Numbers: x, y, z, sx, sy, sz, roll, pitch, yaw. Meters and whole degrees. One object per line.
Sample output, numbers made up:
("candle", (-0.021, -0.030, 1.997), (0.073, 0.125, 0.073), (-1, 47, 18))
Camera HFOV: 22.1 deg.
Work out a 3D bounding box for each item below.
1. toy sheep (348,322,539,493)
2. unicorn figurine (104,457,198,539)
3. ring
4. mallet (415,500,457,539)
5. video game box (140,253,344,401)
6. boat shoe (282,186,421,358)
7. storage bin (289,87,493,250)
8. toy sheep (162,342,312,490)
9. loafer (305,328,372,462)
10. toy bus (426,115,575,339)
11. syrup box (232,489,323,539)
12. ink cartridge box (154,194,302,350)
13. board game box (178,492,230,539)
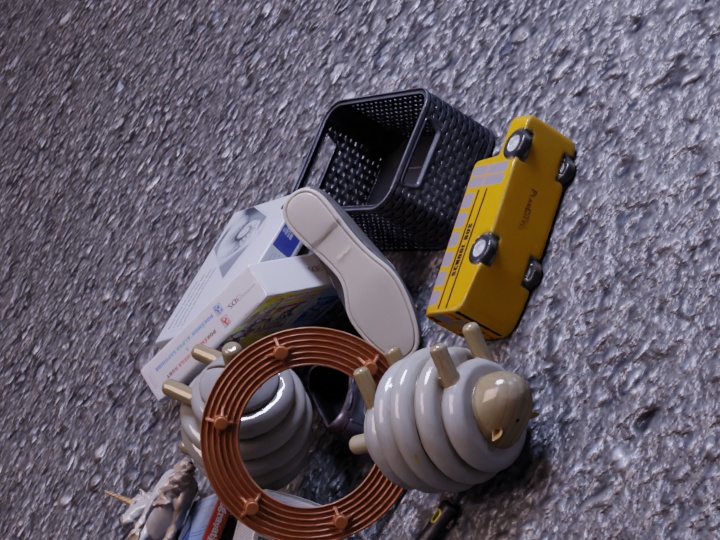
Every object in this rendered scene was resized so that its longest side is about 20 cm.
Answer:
("toy sheep", (0.066, 0.126, 1.575), (0.200, 0.138, 0.138), (-19, 49, 44))
("unicorn figurine", (-0.218, 0.265, 1.968), (0.200, 0.074, 0.137), (-41, 22, 41))
("ring", (-0.044, 0.151, 1.664), (0.201, 0.200, 0.019), (-60, 9, 1))
("mallet", (0.016, 0.282, 1.621), (0.200, 0.041, 0.066), (-56, 26, -2))
("video game box", (-0.099, 0.052, 1.863), (0.182, 0.200, 0.047), (-40, 74, 30))
("boat shoe", (0.000, 0.000, 1.801), (0.067, 0.200, 0.057), (-39, -10, 15))
("storage bin", (0.029, -0.100, 1.882), (0.200, 0.094, 0.135), (0, 65, 58))
("toy sheep", (-0.111, 0.138, 1.741), (0.138, 0.200, 0.138), (-6, 50, 7))
("loafer", (-0.020, 0.108, 1.802), (0.072, 0.063, 0.200), (-52, 30, 15))
("toy bus", (0.130, -0.039, 1.692), (0.078, 0.065, 0.200), (-10, 57, 57))
("syrup box", (-0.087, 0.310, 1.691), (0.079, 0.081, 0.200), (134, 154, -59))
("ink cartridge box", (-0.152, 0.010, 2.085), (0.200, 0.041, 0.200), (-18, 36, 52))
("board game box", (-0.166, 0.278, 1.860), (0.200, 0.019, 0.103), (142, 152, -74))
